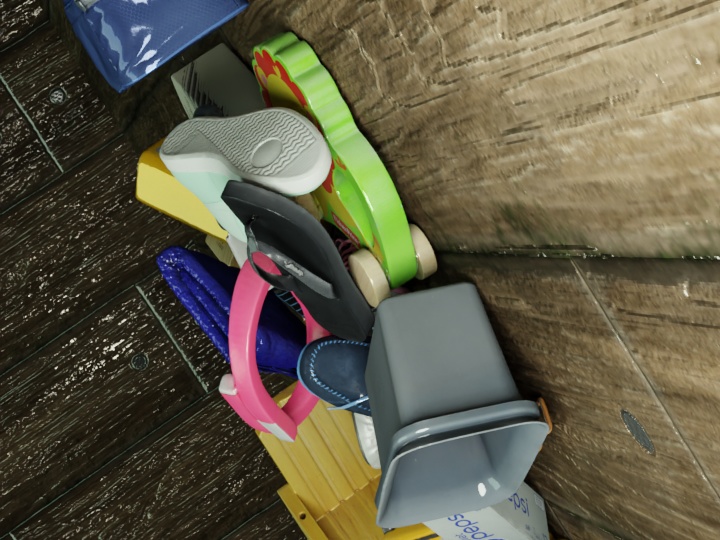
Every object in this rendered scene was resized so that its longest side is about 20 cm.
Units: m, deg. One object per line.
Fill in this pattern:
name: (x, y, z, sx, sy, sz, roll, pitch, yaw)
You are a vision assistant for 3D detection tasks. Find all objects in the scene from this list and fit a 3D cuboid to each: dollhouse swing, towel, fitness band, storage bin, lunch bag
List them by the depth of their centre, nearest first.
storage bin: (0.071, 0.103, 1.244, 0.200, 0.144, 0.136, 99, 158, -64)
lunch bag: (-0.191, -0.247, 1.354, 0.133, 0.135, 0.200, 57, 170, -9)
fitness band: (-0.070, 0.065, 1.364, 0.037, 0.145, 0.200, 8, 156, 22)
towel: (-0.108, 0.049, 1.485, 0.148, 0.050, 0.200, 44, -174, 22)
dollhouse swing: (0.009, 0.218, 1.738, 0.182, 0.199, 0.177, 48, 167, 42)

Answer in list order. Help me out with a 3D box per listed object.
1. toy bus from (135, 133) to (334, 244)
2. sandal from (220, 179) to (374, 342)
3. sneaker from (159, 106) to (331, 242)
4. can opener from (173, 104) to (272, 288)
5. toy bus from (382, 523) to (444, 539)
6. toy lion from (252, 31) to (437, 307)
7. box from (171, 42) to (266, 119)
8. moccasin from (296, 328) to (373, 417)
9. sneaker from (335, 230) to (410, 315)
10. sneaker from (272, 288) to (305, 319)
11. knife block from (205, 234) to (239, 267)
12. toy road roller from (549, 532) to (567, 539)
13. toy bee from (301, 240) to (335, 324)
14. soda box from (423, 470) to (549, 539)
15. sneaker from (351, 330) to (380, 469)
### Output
toy bus: (-0.124, -0.070, 1.563, 0.199, 0.078, 0.066, 25, 126, 19)
sandal: (-0.047, 0.002, 1.235, 0.076, 0.043, 0.200, 10, 149, 41)
sneaker: (-0.069, -0.069, 1.274, 0.199, 0.074, 0.118, 11, 149, 50)
can opener: (-0.122, -0.063, 1.444, 0.066, 0.053, 0.201, 18, 142, 42)
toy bus: (0.071, 0.226, 1.552, 0.201, 0.065, 0.079, -79, -34, -60)
toy lion: (-0.024, -0.096, 1.281, 0.200, 0.068, 0.193, 47, 160, 45)
box: (-0.104, -0.132, 1.516, 0.200, 0.068, 0.083, 47, 166, 41)
moccasin: (0.043, 0.098, 1.376, 0.198, 0.081, 0.068, 13, 174, -24)
sneaker: (0.000, 0.000, 1.406, 0.200, 0.078, 0.096, 75, 176, -89)
sneaker: (-0.047, 0.016, 1.598, 0.199, 0.070, 0.078, 29, 167, 20)
knife block: (-0.092, -0.085, 1.702, 0.198, 0.177, 0.064, 4, -149, -38)
toy road roller: (0.181, 0.342, 1.540, 0.201, 0.122, 0.146, 56, 160, 3)
toy bee: (-0.032, 0.076, 1.680, 0.130, 0.108, 0.202, 13, -127, -45)
soda box: (0.103, 0.210, 1.419, 0.200, 0.068, 0.064, 42, -146, -47)
sneaker: (0.027, 0.089, 1.536, 0.076, 0.091, 0.202, -66, -39, -82)
